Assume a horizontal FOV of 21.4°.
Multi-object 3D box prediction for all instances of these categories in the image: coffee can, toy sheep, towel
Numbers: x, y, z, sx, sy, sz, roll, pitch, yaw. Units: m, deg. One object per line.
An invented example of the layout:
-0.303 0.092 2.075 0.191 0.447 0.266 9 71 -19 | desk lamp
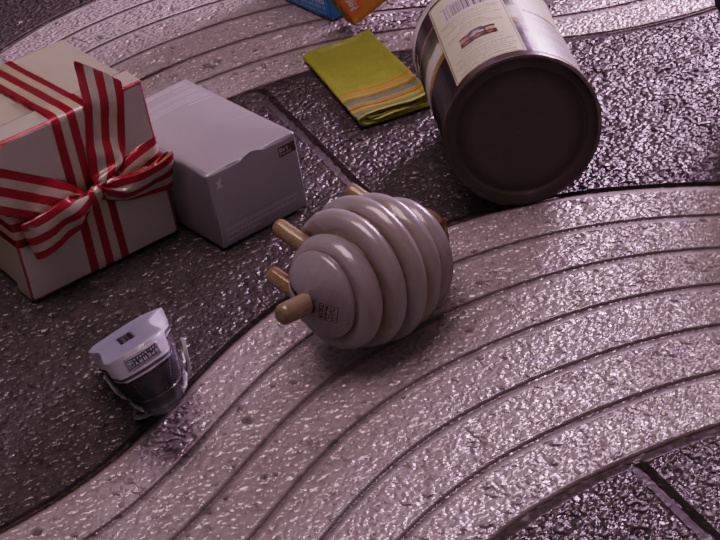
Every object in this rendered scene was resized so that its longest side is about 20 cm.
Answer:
0.133 -0.172 1.777 0.145 0.148 0.201 -12 30 -1 | coffee can
0.000 0.000 1.557 0.137 0.139 0.199 19 38 41 | toy sheep
0.006 -0.206 2.003 0.085 0.018 0.200 -18 31 -12 | towel

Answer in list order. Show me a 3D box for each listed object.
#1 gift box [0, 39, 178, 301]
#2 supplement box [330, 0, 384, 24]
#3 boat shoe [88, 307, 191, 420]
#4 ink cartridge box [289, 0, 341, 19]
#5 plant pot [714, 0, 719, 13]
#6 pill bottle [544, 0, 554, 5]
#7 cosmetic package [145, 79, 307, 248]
-0.294 -0.103 1.769 0.184 0.202 0.186 -32 37 -22 | gift box
0.046 -0.360 2.110 0.200 0.067 0.069 -41 15 3 | supplement box
-0.171 0.078 1.546 0.073 0.069 0.199 -31 10 -11 | boat shoe
-0.030 -0.422 2.192 0.146 0.202 0.144 -27 33 -23 | ink cartridge box
0.445 -0.273 1.795 0.181 0.202 0.200 -29 34 -11 | plant pot
0.191 -0.381 2.135 0.110 0.112 0.201 -4 31 14 | pill bottle
-0.150 -0.106 1.829 0.106 0.091 0.200 -27 37 -25 | cosmetic package
